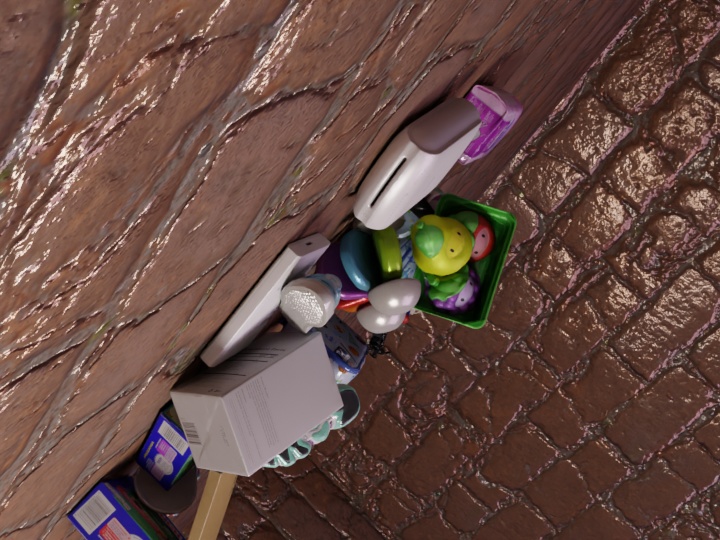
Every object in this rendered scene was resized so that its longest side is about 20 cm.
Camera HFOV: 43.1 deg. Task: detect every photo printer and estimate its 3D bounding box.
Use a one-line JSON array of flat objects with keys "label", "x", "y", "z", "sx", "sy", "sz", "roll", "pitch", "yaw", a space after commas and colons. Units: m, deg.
[{"label": "photo printer", "x": 0.076, "y": -0.148, "z": 1.279, "sx": 0.167, "sy": 0.069, "sz": 0.200, "roll": -53, "pitch": 172, "yaw": 38}]

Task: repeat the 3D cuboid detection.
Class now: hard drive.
[{"label": "hard drive", "x": -0.127, "y": 0.038, "z": 1.240, "sx": 0.200, "sy": 0.026, "sz": 0.132, "roll": -50, "pitch": 174, "yaw": 18}]

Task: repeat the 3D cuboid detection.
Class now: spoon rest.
[{"label": "spoon rest", "x": -0.295, "y": 0.306, "z": 1.447, "sx": 0.061, "sy": 0.099, "sz": 0.201, "roll": -61, "pitch": -172, "yaw": 28}]

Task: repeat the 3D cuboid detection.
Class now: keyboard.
[{"label": "keyboard", "x": 0.048, "y": 0.111, "z": 1.601, "sx": 0.105, "sy": 0.039, "sz": 0.200, "roll": -60, "pitch": 172, "yaw": -12}]

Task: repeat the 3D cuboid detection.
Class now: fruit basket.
[{"label": "fruit basket", "x": 0.154, "y": -0.023, "z": 1.459, "sx": 0.216, "sy": 0.154, "sz": 0.218, "roll": 18, "pitch": 90, "yaw": -84}]

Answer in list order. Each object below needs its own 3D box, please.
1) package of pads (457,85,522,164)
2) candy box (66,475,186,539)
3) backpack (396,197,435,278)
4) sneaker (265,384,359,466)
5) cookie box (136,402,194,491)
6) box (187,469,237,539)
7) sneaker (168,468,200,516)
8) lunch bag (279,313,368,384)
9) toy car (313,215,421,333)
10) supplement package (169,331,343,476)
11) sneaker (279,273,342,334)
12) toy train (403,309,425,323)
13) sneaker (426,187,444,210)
[{"label": "package of pads", "x": 0.202, "y": -0.246, "z": 1.517, "sx": 0.121, "sy": 0.076, "sz": 0.200, "roll": -52, "pitch": 173, "yaw": 18}, {"label": "candy box", "x": -0.338, "y": 0.401, "z": 1.379, "sx": 0.077, "sy": 0.169, "sz": 0.200, "roll": -42, "pitch": 174, "yaw": -9}, {"label": "backpack", "x": 0.055, "y": -0.037, "z": 1.592, "sx": 0.199, "sy": 0.154, "sz": 0.163, "roll": -37, "pitch": 179, "yaw": 6}, {"label": "sneaker", "x": -0.110, "y": 0.240, "z": 1.453, "sx": 0.199, "sy": 0.079, "sz": 0.139, "roll": -24, "pitch": -166, "yaw": -26}, {"label": "cookie box", "x": -0.234, "y": 0.219, "z": 1.397, "sx": 0.200, "sy": 0.075, "sz": 0.171, "roll": -44, "pitch": 173, "yaw": -42}, {"label": "box", "x": -0.224, "y": 0.368, "z": 1.349, "sx": 0.163, "sy": 0.021, "sz": 0.202, "roll": -25, "pitch": 134, "yaw": -84}, {"label": "sneaker", "x": -0.351, "y": 0.387, "z": 1.536, "sx": 0.200, "sy": 0.095, "sz": 0.079, "roll": -45, "pitch": 173, "yaw": -24}, {"label": "lunch bag", "x": -0.067, "y": 0.127, "z": 1.616, "sx": 0.076, "sy": 0.160, "sz": 0.200, "roll": -46, "pitch": 180, "yaw": 12}, {"label": "toy car", "x": 0.000, "y": 0.000, "z": 1.420, "sx": 0.148, "sy": 0.177, "sz": 0.200, "roll": -7, "pitch": 161, "yaw": -15}, {"label": "supplement package", "x": -0.141, "y": 0.180, "z": 1.278, "sx": 0.119, "sy": 0.122, "sz": 0.199, "roll": -4, "pitch": -162, "yaw": 44}, {"label": "sneaker", "x": -0.059, "y": 0.028, "z": 1.231, "sx": 0.082, "sy": 0.074, "sz": 0.200, "roll": -47, "pitch": -175, "yaw": -17}, {"label": "toy train", "x": 0.048, "y": 0.053, "z": 1.756, "sx": 0.200, "sy": 0.115, "sz": 0.085, "roll": 54, "pitch": 48, "yaw": -62}, {"label": "sneaker", "x": 0.125, "y": -0.055, "z": 1.838, "sx": 0.077, "sy": 0.140, "sz": 0.201, "roll": 9, "pitch": 124, "yaw": -41}]
